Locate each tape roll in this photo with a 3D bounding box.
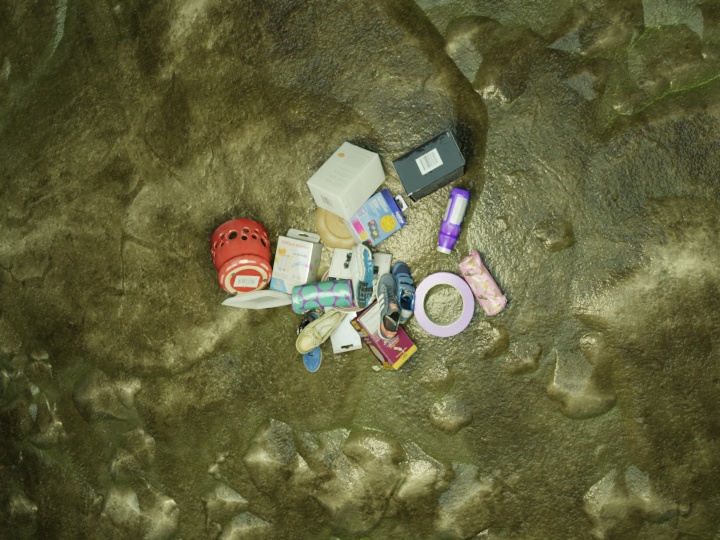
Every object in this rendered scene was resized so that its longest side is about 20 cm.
[{"bbox_3d":[0.269,0.108,1.693,0.194,0.066,0.207,1,93,10],"label":"tape roll"}]

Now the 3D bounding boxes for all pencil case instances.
[{"bbox_3d":[-0.117,0.083,1.645,0.193,0.085,0.095,-7,110,2],"label":"pencil case"},{"bbox_3d":[0.388,0.039,1.657,0.085,0.083,0.203,-33,86,10],"label":"pencil case"}]

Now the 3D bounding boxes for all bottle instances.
[{"bbox_3d":[0.294,-0.156,1.664,0.064,0.083,0.206,16,95,9],"label":"bottle"}]

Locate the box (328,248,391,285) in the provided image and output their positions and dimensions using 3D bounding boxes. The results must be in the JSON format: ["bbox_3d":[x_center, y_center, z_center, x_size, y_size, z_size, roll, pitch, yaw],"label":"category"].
[{"bbox_3d":[0.000,0.000,1.711,0.193,0.061,0.119,6,55,6],"label":"box"}]

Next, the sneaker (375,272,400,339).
[{"bbox_3d":[0.092,0.104,1.592,0.073,0.084,0.207,0,79,-17],"label":"sneaker"}]

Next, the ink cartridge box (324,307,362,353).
[{"bbox_3d":[-0.058,0.167,1.770,0.106,0.050,0.206,-11,92,11],"label":"ink cartridge box"}]

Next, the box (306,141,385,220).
[{"bbox_3d":[-0.043,-0.284,1.649,0.150,0.107,0.201,29,68,35],"label":"box"}]

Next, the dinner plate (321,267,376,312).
[{"bbox_3d":[-0.035,0.055,1.725,0.193,0.025,0.205,-1,54,1],"label":"dinner plate"}]

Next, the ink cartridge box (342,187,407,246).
[{"bbox_3d":[0.057,-0.168,1.690,0.198,0.076,0.138,-34,94,-12],"label":"ink cartridge box"}]

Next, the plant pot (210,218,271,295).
[{"bbox_3d":[-0.385,-0.037,1.716,0.198,0.201,0.185,-32,50,11],"label":"plant pot"}]

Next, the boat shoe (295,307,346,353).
[{"bbox_3d":[-0.126,0.190,1.688,0.199,0.063,0.074,-37,91,-16],"label":"boat shoe"}]

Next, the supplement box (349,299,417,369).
[{"bbox_3d":[0.071,0.209,1.682,0.103,0.131,0.202,-38,90,-16],"label":"supplement box"}]

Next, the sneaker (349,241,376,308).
[{"bbox_3d":[0.000,0.015,1.630,0.073,0.086,0.207,4,85,-33],"label":"sneaker"}]

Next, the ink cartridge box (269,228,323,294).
[{"bbox_3d":[-0.212,-0.030,1.751,0.125,0.125,0.206,11,96,10],"label":"ink cartridge box"}]

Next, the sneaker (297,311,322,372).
[{"bbox_3d":[-0.173,0.249,1.765,0.074,0.111,0.207,5,94,11],"label":"sneaker"}]

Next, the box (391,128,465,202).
[{"bbox_3d":[0.214,-0.317,1.614,0.196,0.198,0.126,-27,85,11],"label":"box"}]

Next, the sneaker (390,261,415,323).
[{"bbox_3d":[0.141,0.064,1.682,0.072,0.082,0.206,5,68,-16],"label":"sneaker"}]

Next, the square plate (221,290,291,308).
[{"bbox_3d":[-0.323,0.096,1.727,0.193,0.199,0.029,-10,77,26],"label":"square plate"}]

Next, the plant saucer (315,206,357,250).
[{"bbox_3d":[-0.055,-0.170,1.733,0.193,0.035,0.207,0,87,-3],"label":"plant saucer"}]
